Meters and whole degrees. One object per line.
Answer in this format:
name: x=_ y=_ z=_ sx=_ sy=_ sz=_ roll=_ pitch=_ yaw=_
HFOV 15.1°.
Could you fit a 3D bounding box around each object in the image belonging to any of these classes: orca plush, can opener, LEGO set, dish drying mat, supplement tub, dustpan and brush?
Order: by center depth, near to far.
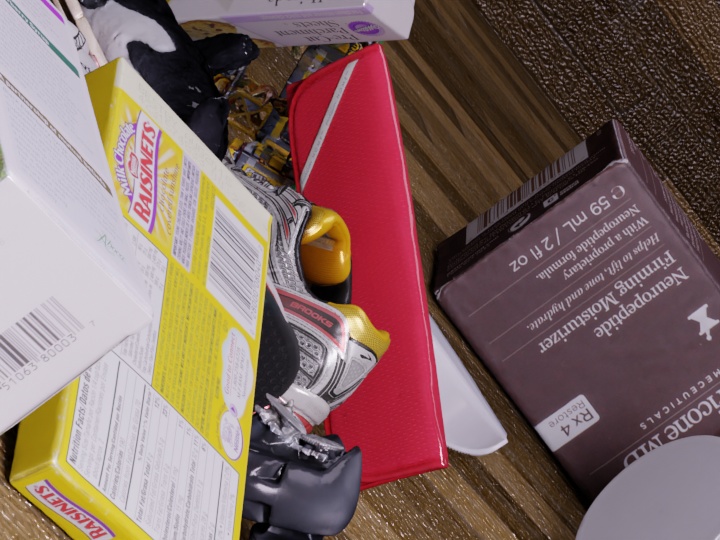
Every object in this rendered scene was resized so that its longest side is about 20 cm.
can opener: x=-0.035 y=0.082 z=1.097 sx=0.063 sy=0.079 sz=0.200 roll=28 pitch=6 yaw=-4
orca plush: x=-0.081 y=-0.098 z=1.223 sx=0.106 sy=0.071 sz=0.200 roll=68 pitch=-10 yaw=-21
dish drying mat: x=0.000 y=0.000 z=1.272 sx=0.018 sy=0.077 sz=0.201 roll=3 pitch=74 yaw=-42
LEGO set: x=-0.050 y=-0.127 z=1.386 sx=0.115 sy=0.200 sz=0.154 roll=30 pitch=32 yaw=0
dustpan and brush: x=0.007 y=0.037 z=1.472 sx=0.140 sy=0.057 sz=0.200 roll=57 pitch=3 yaw=19
supplement tub: x=0.234 y=0.212 z=1.648 sx=0.200 sy=0.145 sz=0.145 roll=50 pitch=11 yaw=-26

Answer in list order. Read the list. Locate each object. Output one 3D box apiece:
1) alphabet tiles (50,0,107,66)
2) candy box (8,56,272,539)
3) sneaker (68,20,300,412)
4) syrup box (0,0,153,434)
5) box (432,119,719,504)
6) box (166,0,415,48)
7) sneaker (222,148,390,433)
alphabet tiles: x=-0.157 y=-0.164 z=1.222 sx=0.201 sy=0.008 sz=0.167 roll=65 pitch=-7 yaw=-2
candy box: x=-0.076 y=0.024 z=0.990 sx=0.102 sy=0.026 sz=0.201 roll=45 pitch=34 yaw=-34
sneaker: x=-0.099 y=-0.031 z=1.123 sx=0.201 sy=0.067 sz=0.108 roll=44 pitch=17 yaw=-36
syrup box: x=-0.139 y=-0.041 z=0.934 sx=0.081 sy=0.079 sz=0.200 roll=47 pitch=12 yaw=-35
box: x=0.173 y=0.029 z=1.906 sx=0.200 sy=0.166 sz=0.164 roll=52 pitch=9 yaw=-8
box: x=-0.065 y=-0.131 z=1.299 sx=0.041 sy=0.199 sz=0.039 roll=29 pitch=67 yaw=-51
sneaker: x=-0.043 y=-0.009 z=1.267 sx=0.078 sy=0.082 sz=0.200 roll=42 pitch=16 yaw=-51
